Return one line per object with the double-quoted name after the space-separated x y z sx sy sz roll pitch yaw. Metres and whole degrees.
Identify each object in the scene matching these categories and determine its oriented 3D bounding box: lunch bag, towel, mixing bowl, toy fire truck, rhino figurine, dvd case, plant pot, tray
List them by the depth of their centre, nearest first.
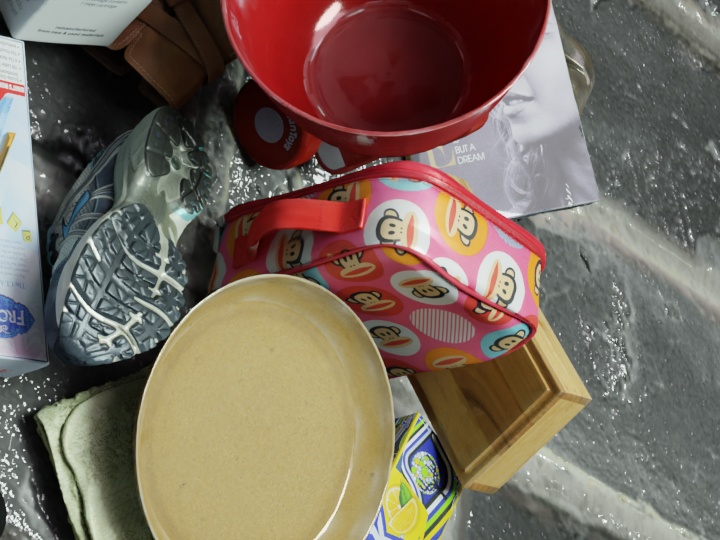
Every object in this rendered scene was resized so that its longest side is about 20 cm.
-0.061 0.103 1.284 0.199 0.027 0.202 -1 92 -42 "plant pot"
0.015 -0.146 1.298 0.109 0.198 0.202 89 5 -65 "mixing bowl"
-0.107 0.125 1.303 0.199 0.036 0.150 -23 95 -51 "towel"
0.000 0.000 1.350 0.176 0.199 0.083 31 59 -38 "lunch bag"
-0.009 -0.167 1.427 0.112 0.167 0.202 -25 95 -51 "toy fire truck"
0.070 0.039 1.430 0.037 0.099 0.201 16 37 -45 "tray"
0.092 -0.136 1.601 0.147 0.016 0.202 -11 83 -22 "dvd case"
0.135 -0.114 1.660 0.087 0.060 0.201 41 49 -28 "rhino figurine"

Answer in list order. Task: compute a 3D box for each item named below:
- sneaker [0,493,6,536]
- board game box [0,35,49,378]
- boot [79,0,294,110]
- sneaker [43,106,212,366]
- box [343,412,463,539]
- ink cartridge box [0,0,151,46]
-0.251 0.098 1.103 0.200 0.090 0.071 35 51 -35 "sneaker"
-0.268 -0.048 1.178 0.199 0.041 0.202 10 68 -47 "board game box"
-0.137 -0.205 1.368 0.200 0.077 0.155 40 78 11 "boot"
-0.150 -0.009 1.261 0.078 0.086 0.201 51 35 -25 "sneaker"
-0.002 0.190 1.373 0.064 0.070 0.201 50 44 -24 "box"
-0.147 -0.250 1.249 0.083 0.200 0.148 -3 60 -49 "ink cartridge box"
